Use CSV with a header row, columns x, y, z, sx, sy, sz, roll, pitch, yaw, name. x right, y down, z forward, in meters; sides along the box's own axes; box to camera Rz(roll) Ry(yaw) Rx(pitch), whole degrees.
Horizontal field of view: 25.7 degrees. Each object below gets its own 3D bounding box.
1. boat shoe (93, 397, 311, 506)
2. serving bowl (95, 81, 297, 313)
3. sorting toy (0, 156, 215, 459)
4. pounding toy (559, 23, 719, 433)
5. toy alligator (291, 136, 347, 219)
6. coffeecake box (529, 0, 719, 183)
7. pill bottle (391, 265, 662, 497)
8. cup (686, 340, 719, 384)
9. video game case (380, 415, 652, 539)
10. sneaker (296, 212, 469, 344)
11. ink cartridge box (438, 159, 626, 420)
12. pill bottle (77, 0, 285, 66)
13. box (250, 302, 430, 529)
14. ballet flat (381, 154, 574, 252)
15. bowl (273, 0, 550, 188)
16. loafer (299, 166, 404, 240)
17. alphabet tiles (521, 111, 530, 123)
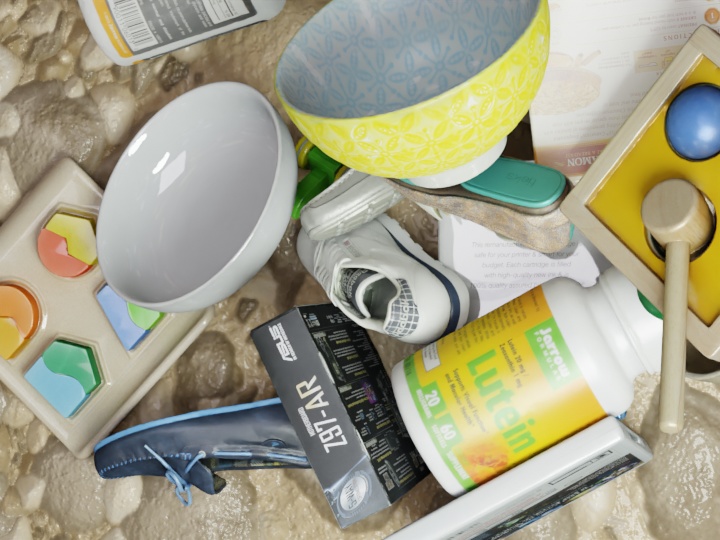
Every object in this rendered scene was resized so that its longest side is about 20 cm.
x,y,z,sx,sy,sz,roll,pitch,yaw,name
-0.129,0.154,1.314,0.198,0.084,0.070,-14,76,14,boat shoe
-0.125,-0.052,1.297,0.198,0.066,0.202,-19,56,31,serving bowl
-0.251,0.032,1.364,0.200,0.036,0.185,45,98,9,sorting toy
0.232,-0.023,1.029,0.201,0.142,0.184,-53,56,17,pounding toy
0.005,-0.123,1.306,0.059,0.054,0.201,33,88,24,toy alligator
0.193,-0.172,1.150,0.151,0.073,0.203,-6,102,10,coffeecake box
0.132,0.074,1.161,0.199,0.111,0.112,-29,84,10,pill bottle
0.334,0.004,1.182,0.142,0.200,0.202,19,94,-17,cup
0.124,0.175,1.213,0.199,0.182,0.024,-30,72,10,video game case
0.000,0.000,1.252,0.199,0.080,0.077,29,114,49,sneaker
0.138,0.017,1.259,0.144,0.086,0.203,-1,88,11,ink cartridge box
-0.128,-0.251,1.300,0.198,0.116,0.118,-17,87,10,pill bottle
-0.010,0.106,1.231,0.043,0.200,0.162,-27,86,10,box
0.076,-0.060,1.166,0.199,0.068,0.068,28,65,38,ballet flat
0.049,-0.125,1.103,0.198,0.201,0.108,-19,126,11,bowl
0.027,-0.098,1.249,0.199,0.070,0.070,-37,84,-16,loafer
0.202,-0.193,1.283,0.195,0.015,0.201,39,97,9,alphabet tiles
